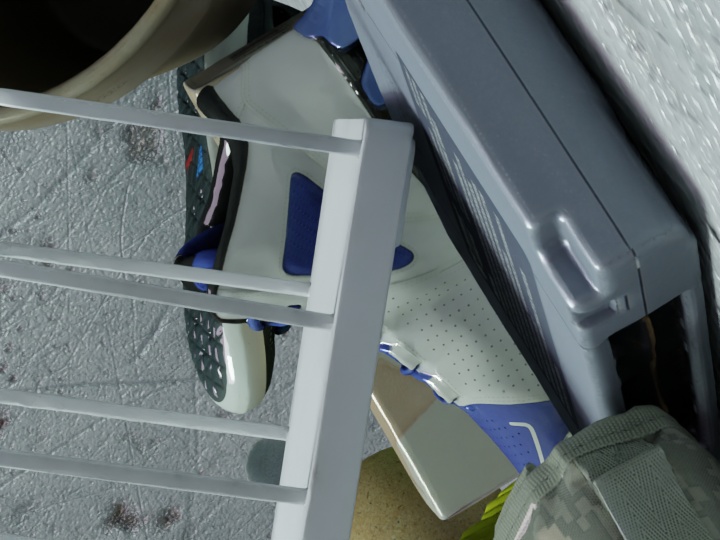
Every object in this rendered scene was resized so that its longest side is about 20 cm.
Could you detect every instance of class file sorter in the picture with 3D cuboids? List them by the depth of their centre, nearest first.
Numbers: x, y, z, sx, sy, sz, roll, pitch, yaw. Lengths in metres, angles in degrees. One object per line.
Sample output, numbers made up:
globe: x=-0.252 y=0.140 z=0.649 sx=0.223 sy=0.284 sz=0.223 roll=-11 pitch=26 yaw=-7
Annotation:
file sorter: x=-0.064 y=0.048 z=0.665 sx=0.139 sy=0.124 sz=0.201 roll=-142 pitch=61 yaw=-84

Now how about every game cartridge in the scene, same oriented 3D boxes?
game cartridge: x=0.045 y=-0.018 z=0.610 sx=0.134 sy=0.041 sz=0.200 roll=63 pitch=180 yaw=23

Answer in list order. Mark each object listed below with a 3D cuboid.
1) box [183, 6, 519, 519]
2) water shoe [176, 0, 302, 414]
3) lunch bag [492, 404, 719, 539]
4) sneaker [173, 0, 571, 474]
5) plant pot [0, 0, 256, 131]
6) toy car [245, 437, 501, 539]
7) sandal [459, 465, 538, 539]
box: x=0.011 y=-0.008 z=0.951 sx=0.201 sy=0.078 sz=0.095 roll=60 pitch=177 yaw=-8
water shoe: x=-0.036 y=-0.034 z=1.033 sx=0.072 sy=0.079 sz=0.201 roll=128 pitch=142 yaw=-62
lunch bag: x=0.098 y=0.147 z=0.578 sx=0.164 sy=0.117 sz=0.200 roll=58 pitch=172 yaw=38
sneaker: x=0.000 y=-0.001 z=0.831 sx=0.200 sy=0.115 sz=0.081 roll=60 pitch=179 yaw=-17
plant pot: x=-0.115 y=-0.147 z=0.921 sx=0.200 sy=0.200 sz=0.173 roll=59 pitch=-165 yaw=13
toy car: x=0.035 y=0.141 z=1.118 sx=0.200 sy=0.164 sz=0.158 roll=54 pitch=176 yaw=19
sandal: x=0.059 y=0.115 z=0.723 sx=0.200 sy=0.079 sz=0.087 roll=-27 pitch=-91 yaw=-55
